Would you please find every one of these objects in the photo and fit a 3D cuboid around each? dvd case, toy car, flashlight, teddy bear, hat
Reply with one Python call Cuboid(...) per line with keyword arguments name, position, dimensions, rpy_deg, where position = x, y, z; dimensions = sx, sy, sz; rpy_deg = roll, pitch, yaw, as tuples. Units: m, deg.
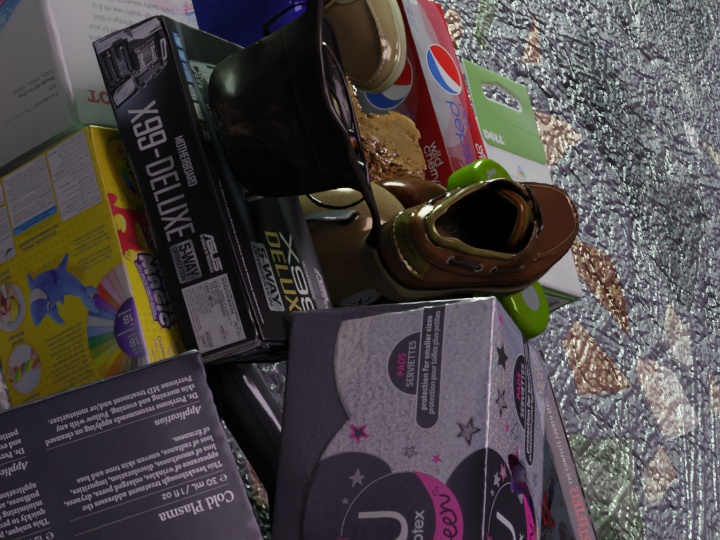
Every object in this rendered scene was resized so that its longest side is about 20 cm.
Cuboid(name="dvd case", position=(0.112, 0.169, 1.435), dimensions=(0.022, 0.146, 0.200), rpy_deg=(-10, 77, -28))
Cuboid(name="toy car", position=(0.000, 0.000, 1.404), dimensions=(0.200, 0.164, 0.158), rpy_deg=(14, 57, -52))
Cuboid(name="flashlight", position=(-0.063, 0.111, 1.343), dimensions=(0.200, 0.068, 0.068), rpy_deg=(58, 29, 0))
Cuboid(name="teddy bear", position=(-0.044, -0.101, 1.523), dimensions=(0.200, 0.067, 0.145), rpy_deg=(7, 53, -45))
Cuboid(name="hat", position=(-0.044, -0.094, 1.195), dimensions=(0.201, 0.081, 0.201), rpy_deg=(-13, 90, -89))

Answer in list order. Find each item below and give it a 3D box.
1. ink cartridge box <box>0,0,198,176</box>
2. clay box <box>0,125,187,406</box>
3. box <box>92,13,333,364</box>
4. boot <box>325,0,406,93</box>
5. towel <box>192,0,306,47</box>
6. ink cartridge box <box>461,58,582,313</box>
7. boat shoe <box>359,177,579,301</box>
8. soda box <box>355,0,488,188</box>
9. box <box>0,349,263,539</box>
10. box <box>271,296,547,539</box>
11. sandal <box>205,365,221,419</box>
Cuboid(name="ink cartridge box", position=(-0.181, -0.159, 1.335), dimensions=(0.145, 0.087, 0.200), rpy_deg=(4, 65, -53))
Cuboid(name="clay box", position=(-0.160, 0.030, 1.209), dimensions=(0.048, 0.115, 0.200), rpy_deg=(3, 66, -53))
Cuboid(name="box", position=(-0.083, -0.043, 1.242), dimensions=(0.158, 0.050, 0.200), rpy_deg=(9, 63, -73))
Cuboid(name="boot", position=(-0.054, -0.228, 1.574), dimensions=(0.155, 0.072, 0.200), rpy_deg=(5, 56, -54))
Cuboid(name="towel", position=(-0.081, -0.140, 1.402), dimensions=(0.050, 0.148, 0.200), rpy_deg=(20, 50, -43))
Cuboid(name="ink cartridge box", position=(0.111, -0.065, 1.707), dimensions=(0.104, 0.059, 0.200), rpy_deg=(15, 56, -50))
Cuboid(name="boat shoe", position=(0.090, -0.024, 1.347), dimensions=(0.200, 0.068, 0.072), rpy_deg=(-19, 79, -48))
Cuboid(name="soda box", position=(0.049, -0.118, 1.646), dimensions=(0.063, 0.070, 0.200), rpy_deg=(8, 62, -54))
Cuboid(name="box", position=(-0.152, 0.163, 1.053), dimensions=(0.200, 0.104, 0.182), rpy_deg=(-17, 79, -19))
Cuboid(name="box", position=(0.030, 0.128, 1.175), dimensions=(0.115, 0.132, 0.200), rpy_deg=(48, 42, -58))
Cuboid(name="sandal", position=(-0.118, 0.115, 1.272), dimensions=(0.080, 0.057, 0.201), rpy_deg=(-40, 117, -62))
